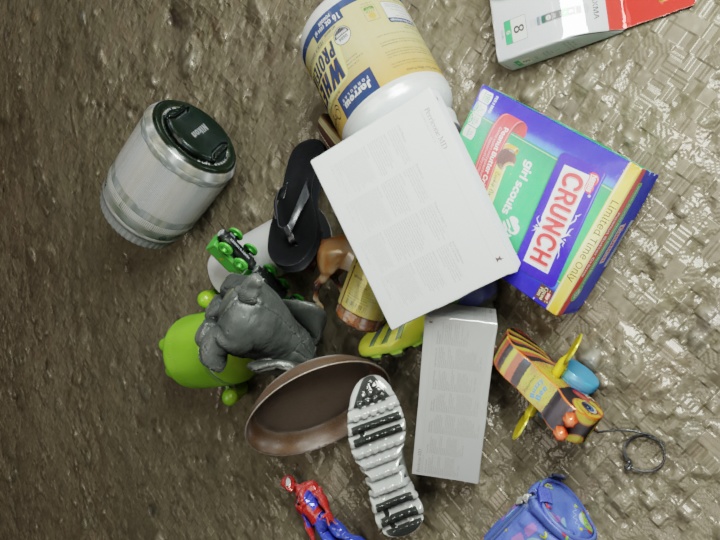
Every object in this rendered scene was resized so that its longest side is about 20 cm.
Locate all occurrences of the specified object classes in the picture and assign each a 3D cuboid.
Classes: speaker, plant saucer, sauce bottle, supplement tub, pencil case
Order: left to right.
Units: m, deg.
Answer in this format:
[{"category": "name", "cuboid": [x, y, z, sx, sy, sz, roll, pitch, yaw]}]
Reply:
[{"category": "speaker", "cuboid": [-0.135, -0.027, 0.953, 0.198, 0.080, 0.083, -24, 77, 36]}, {"category": "plant saucer", "cuboid": [-0.057, 0.170, 0.834, 0.201, 0.198, 0.032, -52, 46, 26]}, {"category": "supplement tub", "cuboid": [0.024, -0.222, 0.782, 0.144, 0.143, 0.203, -37, 70, 32]}, {"category": "sauce bottle", "cuboid": [0.031, -0.029, 0.755, 0.066, 0.065, 0.203, 33, 110, 31]}, {"category": "pencil case", "cuboid": [0.172, 0.319, 0.729, 0.086, 0.078, 0.201, 35, 115, -1]}]

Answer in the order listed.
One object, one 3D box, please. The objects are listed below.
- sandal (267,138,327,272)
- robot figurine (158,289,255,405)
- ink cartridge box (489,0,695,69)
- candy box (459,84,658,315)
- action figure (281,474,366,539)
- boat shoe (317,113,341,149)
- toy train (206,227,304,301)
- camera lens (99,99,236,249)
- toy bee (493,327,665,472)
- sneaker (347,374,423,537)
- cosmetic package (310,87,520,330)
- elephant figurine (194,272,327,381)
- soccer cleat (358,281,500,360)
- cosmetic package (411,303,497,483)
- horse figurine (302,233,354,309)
[{"category": "sandal", "cuboid": [-0.088, -0.091, 0.852, 0.075, 0.043, 0.204, -9, 60, 24]}, {"category": "robot figurine", "cuboid": [-0.226, 0.121, 1.005, 0.197, 0.115, 0.179, -13, 91, 39]}, {"category": "ink cartridge box", "cuboid": [0.230, -0.324, 0.680, 0.197, 0.050, 0.165, -9, 86, 40]}, {"category": "candy box", "cuboid": [0.185, -0.077, 0.704, 0.199, 0.076, 0.172, 38, 115, 30]}, {"category": "action figure", "cuboid": [-0.048, 0.366, 0.924, 0.199, 0.051, 0.066, 40, 118, 32]}, {"category": "boat shoe", "cuboid": [-0.003, -0.120, 0.856, 0.201, 0.072, 0.072, 52, 121, 15]}, {"category": "toy train", "cuboid": [-0.137, 0.020, 0.915, 0.056, 0.042, 0.201, -17, 123, 44]}, {"category": "camera lens", "cuboid": [-0.304, -0.152, 1.029, 0.200, 0.159, 0.162, -43, 67, 30]}, {"category": "toy bee", "cuboid": [0.212, 0.130, 0.674, 0.197, 0.108, 0.134, 16, 100, 36]}, {"category": "sneaker", "cuboid": [0.026, 0.228, 0.822, 0.073, 0.081, 0.205, -12, 98, -3]}, {"category": "cosmetic package", "cuboid": [0.057, -0.062, 0.681, 0.149, 0.052, 0.203, -26, 91, 23]}, {"category": "elephant figurine", "cuboid": [-0.107, 0.094, 0.864, 0.143, 0.198, 0.155, -57, 22, 3]}, {"category": "soccer cleat", "cuboid": [0.075, 0.045, 0.793, 0.198, 0.065, 0.085, -29, 87, 24]}, {"category": "cosmetic package", "cuboid": [0.107, 0.142, 0.752, 0.081, 0.051, 0.205, 6, 109, 7]}, {"category": "horse figurine", "cuboid": [0.000, 0.000, 0.837, 0.196, 0.050, 0.135, 13, 126, 19]}]
